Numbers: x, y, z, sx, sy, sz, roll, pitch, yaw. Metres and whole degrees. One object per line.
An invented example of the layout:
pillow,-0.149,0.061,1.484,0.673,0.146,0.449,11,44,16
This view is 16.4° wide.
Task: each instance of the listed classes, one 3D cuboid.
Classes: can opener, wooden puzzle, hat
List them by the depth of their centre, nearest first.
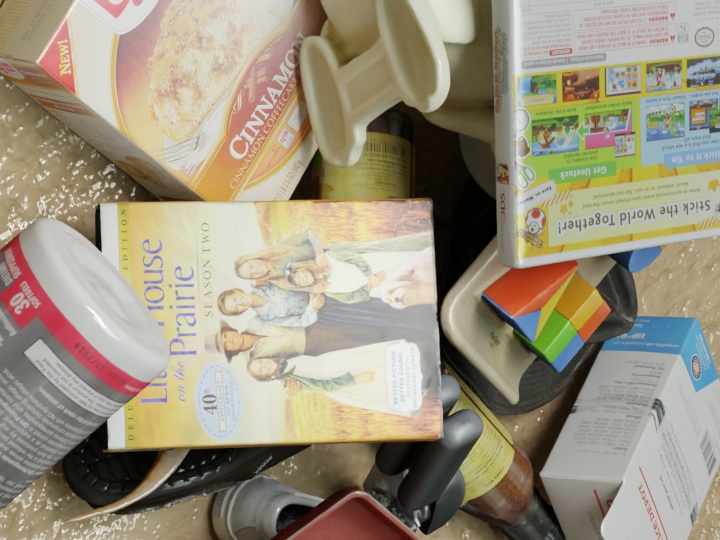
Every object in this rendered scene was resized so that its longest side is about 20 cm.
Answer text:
wooden puzzle,0.138,-0.013,1.549,0.200,0.046,0.185,-54,157,-4
can opener,0.041,0.119,1.590,0.066,0.200,0.053,-29,73,-20
hat,0.138,0.010,1.692,0.201,0.081,0.201,-13,106,-50

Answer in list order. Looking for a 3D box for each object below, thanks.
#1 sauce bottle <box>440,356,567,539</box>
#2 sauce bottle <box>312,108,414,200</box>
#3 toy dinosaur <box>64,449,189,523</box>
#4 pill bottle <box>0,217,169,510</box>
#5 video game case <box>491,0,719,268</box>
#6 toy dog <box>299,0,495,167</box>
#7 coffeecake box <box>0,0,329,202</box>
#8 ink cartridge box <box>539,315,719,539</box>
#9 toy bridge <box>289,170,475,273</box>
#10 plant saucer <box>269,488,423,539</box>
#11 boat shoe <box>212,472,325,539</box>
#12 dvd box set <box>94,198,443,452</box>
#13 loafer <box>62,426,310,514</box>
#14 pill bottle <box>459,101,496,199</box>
sauce bottle,0.075,0.129,1.696,0.066,0.066,0.200,-53,126,-19
sauce bottle,0.000,0.000,1.537,0.065,0.065,0.200,19,65,-41
toy dinosaur,-0.099,0.079,1.501,0.060,0.106,0.200,70,25,-51
pill bottle,-0.212,0.073,1.379,0.200,0.111,0.111,-40,127,7
video game case,0.161,-0.103,1.459,0.200,0.023,0.182,-9,102,-35
toy dog,0.068,-0.158,1.507,0.200,0.140,0.194,-9,69,-34
coffeecake box,-0.105,-0.134,1.487,0.200,0.073,0.154,39,74,-37
ink cartridge box,0.189,0.141,1.747,0.200,0.068,0.116,-60,139,-38
toy bridge,-0.005,-0.036,1.621,0.200,0.027,0.067,5,93,-40
plant saucer,-0.023,0.232,1.600,0.200,0.037,0.200,-37,129,13
boat shoe,-0.009,0.190,1.636,0.200,0.069,0.072,44,71,-36
dvd box set,-0.053,0.031,1.462,0.200,0.029,0.146,0,83,-13
loafer,-0.089,0.110,1.548,0.200,0.073,0.071,-17,148,-24
pill bottle,0.151,-0.114,1.652,0.200,0.113,0.113,-35,121,-48
